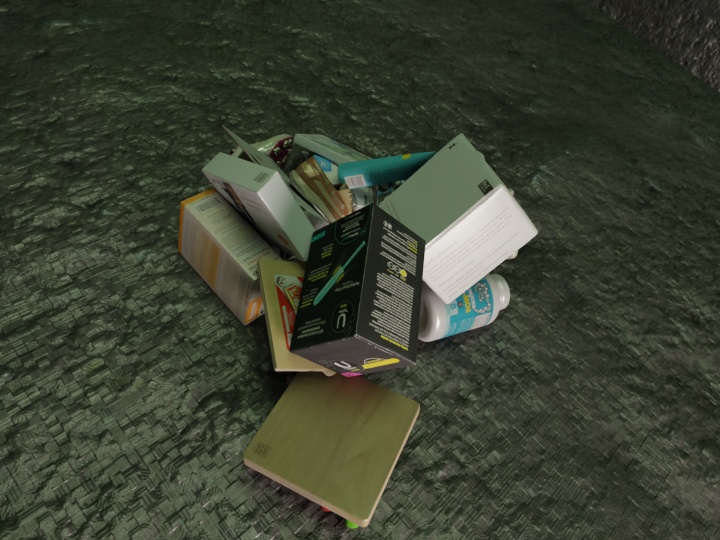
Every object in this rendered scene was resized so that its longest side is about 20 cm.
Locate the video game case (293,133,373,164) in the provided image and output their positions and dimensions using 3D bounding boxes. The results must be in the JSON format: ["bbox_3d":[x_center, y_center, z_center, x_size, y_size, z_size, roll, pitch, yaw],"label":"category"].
[{"bbox_3d":[-0.030,-0.249,1.241,0.197,0.022,0.182,27,17,7],"label":"video game case"}]

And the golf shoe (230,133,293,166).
[{"bbox_3d":[-0.220,-0.247,1.203,0.091,0.076,0.200,32,47,13],"label":"golf shoe"}]

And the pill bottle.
[{"bbox_3d":[0.187,0.059,1.075,0.196,0.112,0.112,-12,56,-28],"label":"pill bottle"}]

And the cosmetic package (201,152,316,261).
[{"bbox_3d":[-0.165,-0.108,0.943,0.052,0.152,0.198,-47,41,-16],"label":"cosmetic package"}]

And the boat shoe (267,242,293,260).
[{"bbox_3d":[-0.139,-0.058,1.078,0.067,0.075,0.201,18,32,-13],"label":"boat shoe"}]

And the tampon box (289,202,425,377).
[{"bbox_3d":[0.000,0.036,0.847,0.125,0.148,0.204,29,58,-35],"label":"tampon box"}]

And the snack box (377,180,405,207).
[{"bbox_3d":[0.072,-0.090,1.129,0.036,0.116,0.205,-12,60,27],"label":"snack box"}]

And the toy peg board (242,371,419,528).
[{"bbox_3d":[-0.039,0.265,0.851,0.195,0.099,0.201,19,44,17],"label":"toy peg board"}]

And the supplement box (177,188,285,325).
[{"bbox_3d":[-0.226,-0.025,0.980,0.200,0.127,0.073,44,49,17],"label":"supplement box"}]

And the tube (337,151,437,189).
[{"bbox_3d":[0.054,-0.191,1.078,0.195,0.077,0.052,-5,77,18],"label":"tube"}]

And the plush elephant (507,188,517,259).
[{"bbox_3d":[0.259,-0.133,1.228,0.195,0.156,0.167,0,51,-20],"label":"plush elephant"}]

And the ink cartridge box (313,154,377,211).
[{"bbox_3d":[-0.019,-0.148,1.170,0.196,0.067,0.118,18,42,-20],"label":"ink cartridge box"}]

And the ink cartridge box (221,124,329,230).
[{"bbox_3d":[-0.161,-0.156,1.025,0.200,0.044,0.173,48,10,25],"label":"ink cartridge box"}]

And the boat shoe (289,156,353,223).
[{"bbox_3d":[-0.044,-0.129,1.060,0.200,0.072,0.076,43,5,-27],"label":"boat shoe"}]

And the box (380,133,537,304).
[{"bbox_3d":[0.162,-0.093,0.985,0.130,0.199,0.201,41,18,-33],"label":"box"}]

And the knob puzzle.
[{"bbox_3d":[-0.073,0.076,0.920,0.216,0.030,0.224,24,49,-30],"label":"knob puzzle"}]
